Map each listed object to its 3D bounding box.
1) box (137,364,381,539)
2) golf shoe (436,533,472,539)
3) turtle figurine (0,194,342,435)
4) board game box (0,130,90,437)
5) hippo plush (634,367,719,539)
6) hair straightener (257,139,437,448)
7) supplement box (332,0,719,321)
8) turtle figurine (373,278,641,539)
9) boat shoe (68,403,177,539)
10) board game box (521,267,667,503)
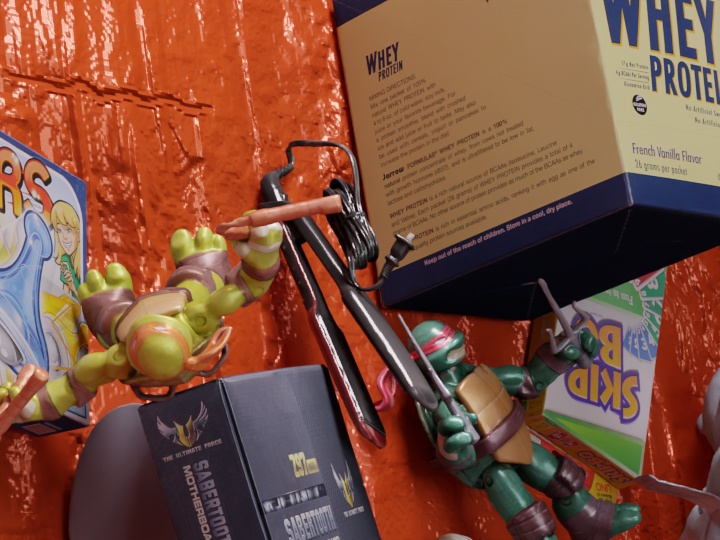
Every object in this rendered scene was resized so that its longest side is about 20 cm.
[{"bbox_3d":[-0.040,0.132,1.317,0.200,0.051,0.159,4,67,-76],"label":"box"},{"bbox_3d":[0.113,0.226,1.428,0.097,0.078,0.200,23,22,-52],"label":"golf shoe"},{"bbox_3d":[-0.088,0.022,1.225,0.065,0.200,0.161,53,4,-11],"label":"turtle figurine"},{"bbox_3d":[-0.197,-0.009,1.235,0.200,0.034,0.136,33,49,-59],"label":"board game box"},{"bbox_3d":[0.251,0.137,1.640,0.199,0.159,0.161,33,27,-17],"label":"hippo plush"},{"bbox_3d":[0.000,0.000,1.429,0.041,0.077,0.201,41,20,-53],"label":"hair straightener"},{"bbox_3d":[0.109,-0.096,1.518,0.134,0.199,0.201,6,68,-46],"label":"supplement box"},{"bbox_3d":[0.085,0.088,1.490,0.150,0.100,0.201,-43,105,-38],"label":"turtle figurine"},{"bbox_3d":[-0.096,0.169,1.297,0.066,0.070,0.201,28,45,-64],"label":"boat shoe"},{"bbox_3d":[0.150,0.046,1.633,0.095,0.030,0.201,34,54,-32],"label":"board game box"}]
